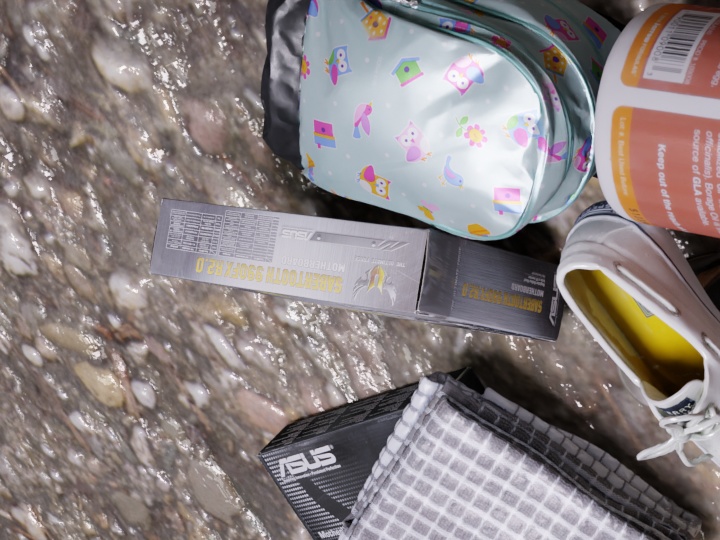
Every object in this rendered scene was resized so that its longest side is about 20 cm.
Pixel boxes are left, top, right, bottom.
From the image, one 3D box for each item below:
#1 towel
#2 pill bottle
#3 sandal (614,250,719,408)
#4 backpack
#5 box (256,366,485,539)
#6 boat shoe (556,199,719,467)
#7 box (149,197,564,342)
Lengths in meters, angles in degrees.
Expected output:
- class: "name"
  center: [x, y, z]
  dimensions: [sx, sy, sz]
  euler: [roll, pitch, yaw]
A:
- class: "towel"
  center: [0.090, 0.177, 1.112]
  dimensions: [0.199, 0.086, 0.166]
  euler: [31, 114, 1]
- class: "pill bottle"
  center: [0.222, -0.063, 0.852]
  dimensions: [0.199, 0.112, 0.113]
  euler: [13, 128, 33]
- class: "sandal"
  center: [0.209, 0.031, 0.978]
  dimensions: [0.199, 0.055, 0.082]
  euler: [-26, 102, 48]
- class: "backpack"
  center: [0.045, -0.097, 0.967]
  dimensions: [0.199, 0.127, 0.168]
  euler: [21, 129, 23]
- class: "box"
  center: [0.048, 0.176, 1.232]
  dimensions: [0.199, 0.048, 0.194]
  euler: [-20, 108, 45]
- class: "boat shoe"
  center: [0.171, 0.061, 0.928]
  dimensions: [0.074, 0.086, 0.202]
  euler: [-27, 107, 40]
- class: "box"
  center: [0.000, 0.000, 1.060]
  dimensions: [0.199, 0.158, 0.049]
  euler: [8, 88, 35]
